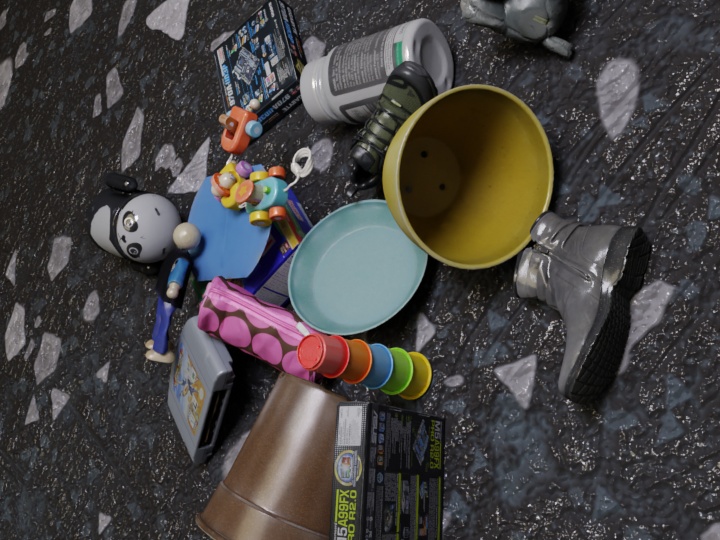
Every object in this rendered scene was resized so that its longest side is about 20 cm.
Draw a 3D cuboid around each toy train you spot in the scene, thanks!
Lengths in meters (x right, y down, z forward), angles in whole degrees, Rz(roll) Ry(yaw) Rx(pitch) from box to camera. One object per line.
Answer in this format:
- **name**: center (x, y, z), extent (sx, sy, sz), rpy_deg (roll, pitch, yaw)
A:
- **toy train**: center (-0.153, -0.148, 1.026), extent (0.200, 0.055, 0.151), rpy_deg (37, 106, 42)

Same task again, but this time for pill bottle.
- **pill bottle**: center (0.019, -0.267, 1.052), extent (0.199, 0.113, 0.114), rpy_deg (-5, 72, 38)

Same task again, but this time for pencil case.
- **pencil case**: center (-0.127, 0.077, 1.025), extent (0.199, 0.094, 0.091), rpy_deg (22, 72, 12)

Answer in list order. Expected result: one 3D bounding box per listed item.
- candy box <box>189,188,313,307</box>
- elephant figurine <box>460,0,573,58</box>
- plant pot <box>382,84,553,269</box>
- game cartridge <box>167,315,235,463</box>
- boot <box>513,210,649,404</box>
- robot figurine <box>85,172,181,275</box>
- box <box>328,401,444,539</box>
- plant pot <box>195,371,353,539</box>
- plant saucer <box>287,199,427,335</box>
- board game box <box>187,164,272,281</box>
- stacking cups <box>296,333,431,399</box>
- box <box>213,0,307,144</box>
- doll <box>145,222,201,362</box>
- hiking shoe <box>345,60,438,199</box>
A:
- **candy box**: center (-0.163, -0.020, 1.144), extent (0.200, 0.077, 0.170), rpy_deg (-45, 52, 18)
- **elephant figurine**: center (0.195, -0.383, 0.942), extent (0.140, 0.156, 0.201), rpy_deg (3, 45, 4)
- **plant pot**: center (0.105, -0.109, 0.898), extent (0.142, 0.199, 0.202), rpy_deg (18, 87, 68)
- **game cartridge**: center (-0.240, 0.171, 1.121), extent (0.133, 0.041, 0.201), rpy_deg (49, 133, 35)
- **boot**: center (0.221, 0.037, 0.822), extent (0.131, 0.070, 0.201), rpy_deg (12, 72, 44)
- **robot figurine**: center (-0.401, -0.081, 1.329), extent (0.199, 0.150, 0.126), rpy_deg (14, 72, 42)
- **box**: center (0.033, 0.254, 0.836), extent (0.044, 0.160, 0.202), rpy_deg (-8, 71, 36)
- **plant pot**: center (-0.066, 0.240, 0.911), extent (0.199, 0.200, 0.200), rpy_deg (14, 78, 41)
- **plant saucer**: center (0.000, 0.000, 1.001), extent (0.198, 0.036, 0.201), rpy_deg (-13, 56, 20)
- **board game box**: center (-0.179, -0.062, 1.098), extent (0.199, 0.039, 0.160), rpy_deg (-5, 77, 43)
- **stacking cups**: center (0.002, 0.108, 0.881), extent (0.060, 0.199, 0.061), rpy_deg (-15, 67, 38)
- **box**: center (-0.166, -0.336, 1.273), extent (0.158, 0.046, 0.201), rpy_deg (-33, 57, 27)
- **doll**: center (-0.276, 0.026, 1.112), extent (0.136, 0.048, 0.202), rpy_deg (-131, 55, -66)
- **hiking shoe**: center (0.036, -0.170, 0.966), extent (0.075, 0.101, 0.201), rpy_deg (32, 142, 9)
